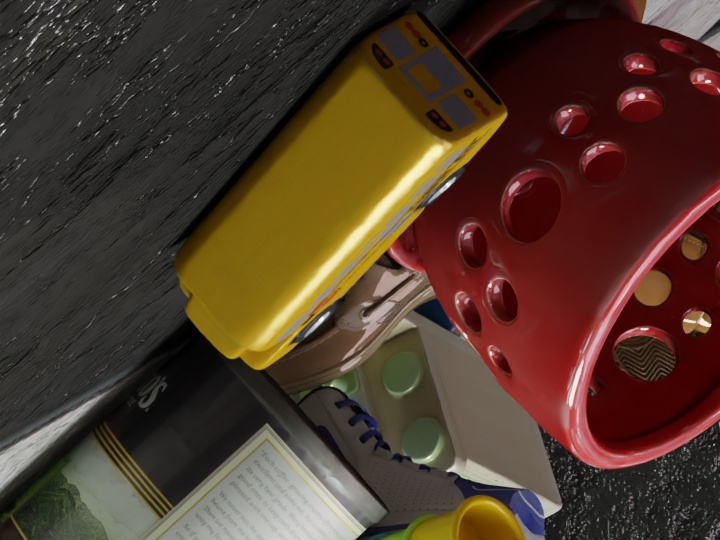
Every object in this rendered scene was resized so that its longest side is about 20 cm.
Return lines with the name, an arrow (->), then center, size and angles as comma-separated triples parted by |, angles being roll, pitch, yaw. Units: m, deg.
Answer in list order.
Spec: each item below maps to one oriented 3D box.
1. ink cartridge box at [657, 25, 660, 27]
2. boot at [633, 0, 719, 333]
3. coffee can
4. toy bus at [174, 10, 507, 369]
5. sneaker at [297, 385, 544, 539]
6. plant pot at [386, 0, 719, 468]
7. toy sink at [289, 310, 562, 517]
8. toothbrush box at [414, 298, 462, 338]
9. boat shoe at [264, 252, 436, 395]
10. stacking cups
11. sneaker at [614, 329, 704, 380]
ink cartridge box -> 0.156, -0.072, 2.184 | 0.200, 0.084, 0.144 | -39, 173, -36
boot -> 0.174, -0.065, 1.701 | 0.077, 0.155, 0.200 | 113, -6, -77
coffee can -> -0.105, 0.146, 1.649 | 0.200, 0.146, 0.146 | -42, 175, -2
toy bus -> -0.017, -0.028, 1.345 | 0.200, 0.065, 0.078 | -47, 173, 38
sneaker -> 0.005, 0.121, 1.748 | 0.199, 0.115, 0.081 | -5, 149, 17
plant pot -> 0.114, -0.031, 1.470 | 0.200, 0.182, 0.201 | -35, 148, -26
toy sink -> 0.016, 0.111, 1.878 | 0.130, 0.112, 0.200 | -28, 149, 20
toothbrush box -> 0.026, 0.025, 2.002 | 0.146, 0.085, 0.200 | -37, 174, -47
boat shoe -> 0.000, 0.000, 1.769 | 0.200, 0.071, 0.065 | -34, 139, -7
stacking cups -> 0.000, 0.175, 1.675 | 0.200, 0.061, 0.060 | -20, -169, 40
sneaker -> 0.150, 0.012, 1.779 | 0.070, 0.200, 0.109 | -13, 153, -10
